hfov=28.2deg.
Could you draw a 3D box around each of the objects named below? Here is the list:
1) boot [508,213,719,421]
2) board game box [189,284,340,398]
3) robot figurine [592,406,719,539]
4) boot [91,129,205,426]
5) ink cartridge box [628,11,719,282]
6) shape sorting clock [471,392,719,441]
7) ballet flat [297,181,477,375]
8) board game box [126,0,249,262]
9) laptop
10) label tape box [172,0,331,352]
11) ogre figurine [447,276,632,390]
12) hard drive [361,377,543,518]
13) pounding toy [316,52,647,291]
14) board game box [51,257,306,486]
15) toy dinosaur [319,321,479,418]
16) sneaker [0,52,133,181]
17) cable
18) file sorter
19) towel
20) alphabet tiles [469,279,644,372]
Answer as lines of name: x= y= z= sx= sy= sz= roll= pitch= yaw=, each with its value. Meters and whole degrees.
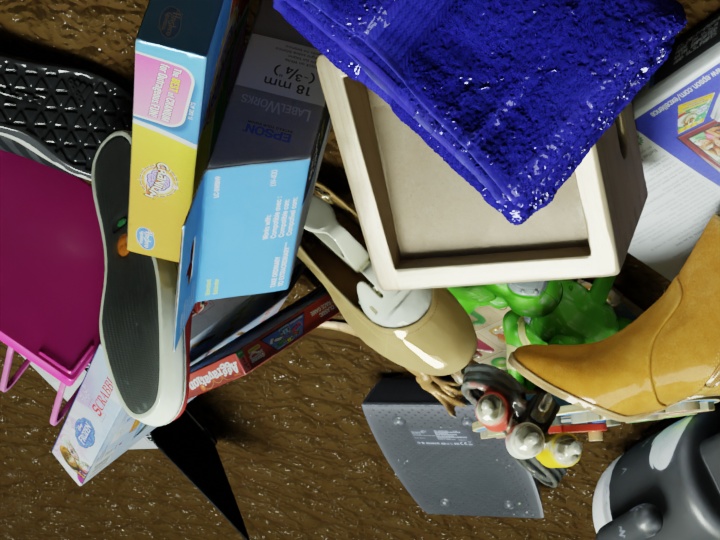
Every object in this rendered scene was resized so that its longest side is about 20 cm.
boot: x=0.208 y=0.031 z=0.946 sx=0.198 sy=0.071 sz=0.146 roll=17 pitch=103 yaw=12
board game box: x=-0.057 y=0.043 z=1.076 sx=0.102 sy=0.199 sz=0.020 roll=-24 pitch=96 yaw=43
robot figurine: x=0.282 y=0.192 z=1.204 sx=0.149 sy=0.126 sz=0.200 roll=25 pitch=145 yaw=-16
boot: x=-0.108 y=0.010 z=0.995 sx=0.072 sy=0.203 sz=0.143 roll=-21 pitch=157 yaw=38
ink cartridge box: x=0.243 y=-0.063 z=0.934 sx=0.198 sy=0.048 sz=0.197 roll=29 pitch=142 yaw=-23
shape sorting clock: x=0.187 y=0.116 z=1.141 sx=0.197 sy=0.040 sz=0.200 roll=-4 pitch=174 yaw=0
ballet flat: x=0.000 y=0.000 z=1.010 sx=0.199 sy=0.069 sz=0.063 roll=39 pitch=170 yaw=29
board game box: x=-0.102 y=-0.124 z=0.875 sx=0.040 sy=0.155 sz=0.201 roll=13 pitch=147 yaw=-2
laptop: x=-0.214 y=0.163 z=1.354 sx=0.197 sy=0.117 sz=0.188 roll=-5 pitch=141 yaw=26
label tape box: x=-0.060 y=-0.060 z=0.906 sx=0.062 sy=0.202 sz=0.145 roll=14 pitch=146 yaw=0
ogre figurine: x=0.132 y=0.034 z=1.060 sx=0.201 sy=0.098 sz=0.119 roll=50 pitch=152 yaw=-21
hard drive: x=0.090 y=0.161 z=1.305 sx=0.133 sy=0.043 sz=0.201 roll=-2 pitch=142 yaw=23
pounding toy: x=0.077 y=-0.075 z=0.894 sx=0.182 sy=0.143 sz=0.202 roll=-4 pitch=118 yaw=25
board game box: x=-0.138 y=0.061 z=1.119 sx=0.041 sy=0.199 sz=0.200 roll=47 pitch=144 yaw=8
toy dinosaur: x=0.044 y=0.062 z=1.170 sx=0.106 sy=0.061 sz=0.199 roll=43 pitch=161 yaw=-28
sneaker: x=-0.237 y=-0.117 z=1.033 sx=0.198 sy=0.073 sz=0.083 roll=22 pitch=173 yaw=-12
cable: x=0.108 y=0.121 z=1.021 sx=0.096 sy=0.051 sz=0.200 roll=28 pitch=162 yaw=12
file sorter: x=-0.269 y=0.001 z=1.083 sx=0.199 sy=0.140 sz=0.126 roll=34 pitch=146 yaw=0
towel: x=0.055 y=-0.139 z=0.756 sx=0.200 sy=0.049 sz=0.148 roll=43 pitch=112 yaw=14
alphabet tiles: x=0.126 y=0.032 z=1.140 sx=0.199 sy=0.006 sz=0.166 roll=34 pitch=141 yaw=-26
